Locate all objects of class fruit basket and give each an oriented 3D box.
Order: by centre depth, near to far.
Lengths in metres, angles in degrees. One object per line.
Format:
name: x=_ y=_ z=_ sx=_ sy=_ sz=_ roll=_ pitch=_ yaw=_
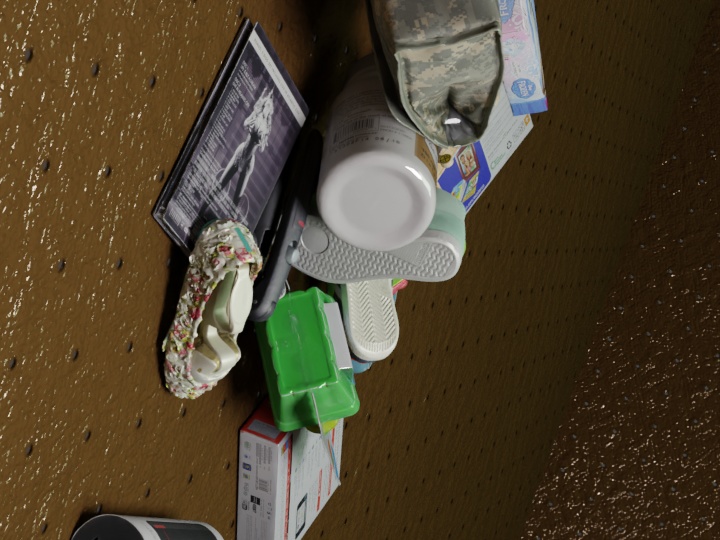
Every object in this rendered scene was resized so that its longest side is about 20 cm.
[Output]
fruit basket: x=-0.045 y=0.105 z=1.563 sx=0.200 sy=0.092 sz=0.187 roll=64 pitch=11 yaw=-64

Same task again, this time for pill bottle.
pill bottle: x=0.020 y=-0.123 z=1.482 sx=0.201 sy=0.113 sz=0.115 roll=-84 pitch=177 yaw=-50

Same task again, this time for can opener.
can opener: x=-0.079 y=-0.046 z=1.460 sx=0.079 sy=0.063 sz=0.202 roll=62 pitch=48 yaw=-65

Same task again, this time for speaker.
speaker: x=-0.190 y=0.265 z=1.381 sx=0.200 sy=0.080 sz=0.082 roll=35 pitch=73 yaw=-71

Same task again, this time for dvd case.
dvd case: x=-0.113 y=-0.101 z=1.366 sx=0.202 sy=0.016 sz=0.149 roll=-66 pitch=154 yaw=-18

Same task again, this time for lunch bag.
lunch bag: x=0.066 y=-0.223 z=1.397 sx=0.200 sy=0.116 sz=0.166 roll=74 pitch=4 yaw=-65

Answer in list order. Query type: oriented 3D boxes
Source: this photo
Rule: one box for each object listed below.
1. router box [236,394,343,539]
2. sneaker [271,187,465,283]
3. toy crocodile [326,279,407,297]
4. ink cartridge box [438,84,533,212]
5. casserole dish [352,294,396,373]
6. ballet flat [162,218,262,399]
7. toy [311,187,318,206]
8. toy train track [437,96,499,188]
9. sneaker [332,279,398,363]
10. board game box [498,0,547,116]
router box: x=-0.077 y=0.214 z=1.717 sx=0.180 sy=0.048 sz=0.202 roll=-50 pitch=151 yaw=-51
sneaker: x=0.011 y=-0.044 z=1.543 sx=0.119 sy=0.197 sz=0.075 roll=-69 pitch=164 yaw=-57
toy crocodile: x=0.025 y=0.007 z=1.677 sx=0.199 sy=0.062 sz=0.067 roll=-34 pitch=176 yaw=8
ink cartridge box: x=0.109 y=-0.175 z=1.694 sx=0.198 sy=0.047 sz=0.201 roll=-50 pitch=136 yaw=-26
casserole dish: x=0.014 y=0.041 z=1.808 sx=0.202 sy=0.038 sz=0.122 roll=99 pitch=13 yaw=-44
ballet flat: x=-0.131 y=0.048 z=1.348 sx=0.075 sy=0.064 sz=0.202 roll=-17 pitch=135 yaw=-37
toy: x=-0.007 y=-0.063 z=1.682 sx=0.200 sy=0.047 sz=0.117 roll=0 pitch=108 yaw=-71
toy train track: x=0.102 y=-0.126 z=1.642 sx=0.201 sy=0.032 sz=0.115 roll=-56 pitch=140 yaw=-20
sneaker: x=0.000 y=0.000 z=1.597 sx=0.085 sy=0.074 sz=0.203 roll=133 pitch=-39 yaw=-70
board game box: x=0.150 y=-0.289 z=1.548 sx=0.199 sy=0.043 sz=0.203 roll=49 pitch=34 yaw=-69
